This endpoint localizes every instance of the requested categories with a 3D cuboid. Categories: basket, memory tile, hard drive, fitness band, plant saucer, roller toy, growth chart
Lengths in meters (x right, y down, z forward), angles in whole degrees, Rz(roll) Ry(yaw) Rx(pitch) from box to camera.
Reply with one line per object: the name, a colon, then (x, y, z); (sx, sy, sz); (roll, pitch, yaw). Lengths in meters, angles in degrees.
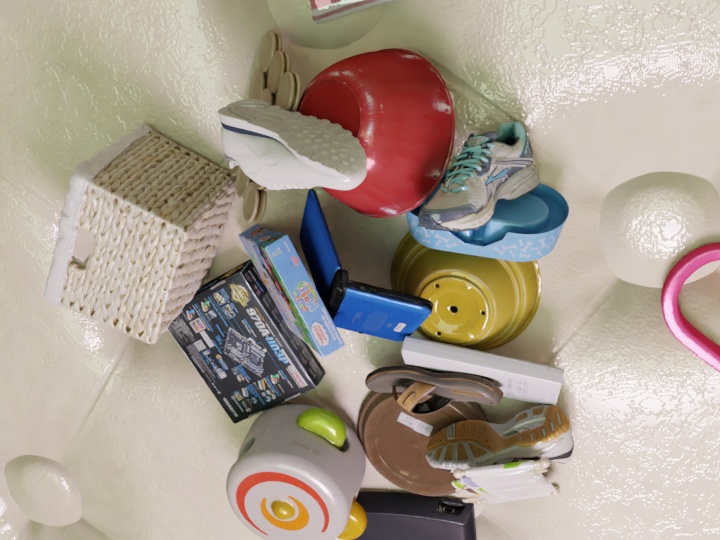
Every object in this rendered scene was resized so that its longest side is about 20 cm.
basket: (-0.279, -0.048, 1.192); (0.160, 0.200, 0.199); (25, 119, 2)
memory tile: (-0.117, -0.172, 1.119); (0.017, 0.154, 0.201); (6, 126, -25)
hard drive: (0.072, 0.397, 1.375); (0.198, 0.042, 0.136); (1, 114, 17)
fitness band: (0.456, 0.056, 1.099); (0.199, 0.037, 0.144); (37, 120, 0)
hard drive: (0.157, 0.132, 1.189); (0.198, 0.027, 0.132); (11, 162, 12)
plant saucer: (0.088, 0.241, 1.306); (0.198, 0.029, 0.202); (7, 116, 15)
roller toy: (-0.092, 0.299, 1.315); (0.181, 0.140, 0.201); (-9, 120, 22)
growth chart: (0.193, 0.287, 1.235); (0.143, 0.018, 0.200); (-9, 153, 15)

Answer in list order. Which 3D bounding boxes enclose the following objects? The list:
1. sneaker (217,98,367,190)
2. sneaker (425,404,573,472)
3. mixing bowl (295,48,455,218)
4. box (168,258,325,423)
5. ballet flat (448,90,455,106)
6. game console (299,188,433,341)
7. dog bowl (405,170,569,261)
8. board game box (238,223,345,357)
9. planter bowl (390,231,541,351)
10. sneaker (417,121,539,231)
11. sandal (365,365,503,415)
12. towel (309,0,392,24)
sneaker: (-0.073, -0.122, 1.004); (0.199, 0.076, 0.081); (28, 128, 33)
sneaker: (0.187, 0.245, 1.228); (0.198, 0.076, 0.088); (-13, 131, 20)
mixing bowl: (-0.003, -0.163, 1.053); (0.199, 0.108, 0.202); (-1, 89, 38)
box: (-0.168, 0.105, 1.313); (0.158, 0.046, 0.201); (-27, 104, 26)
ballet flat: (0.054, -0.146, 1.126); (0.072, 0.072, 0.200); (46, 121, -7)
game console: (0.000, 0.000, 1.141); (0.169, 0.200, 0.119); (13, 75, -4)
dog bowl: (0.146, -0.063, 1.104); (0.198, 0.112, 0.050); (9, 130, 14)
board game box: (-0.092, 0.020, 1.173); (0.036, 0.200, 0.152); (-30, 103, -10)
planter bowl: (0.125, 0.034, 1.166); (0.199, 0.084, 0.202); (7, 116, 14)
sneaker: (0.126, -0.109, 1.041); (0.077, 0.200, 0.087); (10, 123, 39)
sandal: (0.090, 0.163, 1.205); (0.199, 0.055, 0.082); (5, 160, 29)
towel: (-0.023, -0.394, 1.046); (0.145, 0.030, 0.201); (-13, 110, 23)
